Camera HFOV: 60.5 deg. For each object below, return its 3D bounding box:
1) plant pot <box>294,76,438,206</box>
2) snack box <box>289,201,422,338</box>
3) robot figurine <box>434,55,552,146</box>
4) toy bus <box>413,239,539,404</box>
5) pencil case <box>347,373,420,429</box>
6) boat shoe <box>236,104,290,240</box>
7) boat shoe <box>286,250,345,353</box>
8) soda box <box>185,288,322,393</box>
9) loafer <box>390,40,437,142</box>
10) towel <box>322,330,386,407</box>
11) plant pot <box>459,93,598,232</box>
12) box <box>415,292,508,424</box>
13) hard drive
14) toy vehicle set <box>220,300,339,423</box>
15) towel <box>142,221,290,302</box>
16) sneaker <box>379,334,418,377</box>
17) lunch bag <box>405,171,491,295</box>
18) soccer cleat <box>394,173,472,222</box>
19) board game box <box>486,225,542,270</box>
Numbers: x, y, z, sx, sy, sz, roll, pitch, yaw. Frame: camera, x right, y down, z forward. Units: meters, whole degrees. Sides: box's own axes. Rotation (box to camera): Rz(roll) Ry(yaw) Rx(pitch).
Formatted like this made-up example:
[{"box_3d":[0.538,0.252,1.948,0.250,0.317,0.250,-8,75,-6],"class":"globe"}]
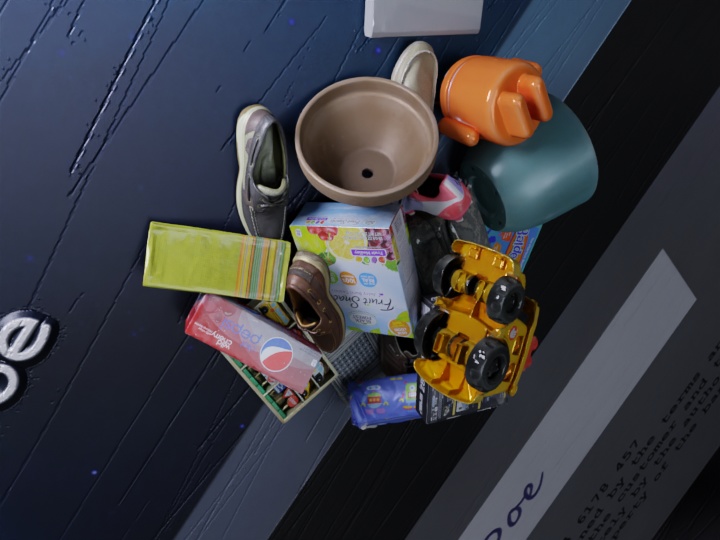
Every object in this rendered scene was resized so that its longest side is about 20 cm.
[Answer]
[{"box_3d":[0.009,-0.162,0.865,0.198,0.203,0.094,-32,157,-14],"class":"plant pot"},{"box_3d":[0.000,0.000,0.938,0.068,0.163,0.204,-58,142,-43],"class":"snack box"},{"box_3d":[0.191,-0.253,0.913,0.114,0.199,0.148,11,105,-32],"class":"robot figurine"},{"box_3d":[0.192,0.076,0.881,0.188,0.134,0.207,9,101,-40],"class":"toy bus"},{"box_3d":[0.070,0.226,1.078,0.193,0.089,0.079,-9,148,8],"class":"pencil case"},{"box_3d":[-0.131,-0.119,0.852,0.070,0.066,0.207,-17,123,-28],"class":"boat shoe"},{"box_3d":[-0.073,0.062,0.932,0.069,0.070,0.204,-60,151,-35],"class":"boat shoe"},{"box_3d":[-0.156,0.100,0.907,0.197,0.063,0.071,32,89,-18],"class":"soda box"},{"box_3d":[0.079,-0.235,0.932,0.074,0.068,0.206,-1,114,-33],"class":"loafer"},{"box_3d":[0.020,0.134,1.111,0.198,0.034,0.195,-38,129,-12],"class":"towel"},{"box_3d":[0.258,-0.160,1.012,0.158,0.201,0.204,-31,128,-11],"class":"plant pot"},{"box_3d":[0.167,0.129,0.980,0.156,0.049,0.207,-8,111,-20],"class":"box"},{"box_3d":[0.096,-0.408,0.880,0.194,0.026,0.136,-13,121,-28],"class":"hard drive"},{"box_3d":[-0.133,0.138,0.991,0.123,0.026,0.202,-39,120,-9],"class":"toy vehicle set"},{"box_3d":[-0.193,-0.010,0.848,0.193,0.018,0.089,8,82,-21],"class":"towel"},{"box_3d":[0.075,0.149,1.092,0.069,0.075,0.204,-28,130,-16],"class":"sneaker"},{"box_3d":[0.137,-0.034,1.018,0.166,0.139,0.204,-35,115,-15],"class":"lunch bag"},{"box_3d":[0.078,-0.118,0.915,0.076,0.197,0.068,43,72,-38],"class":"soccer cleat"},{"box_3d":[0.239,-0.040,1.160,0.195,0.045,0.157,7,110,-36],"class":"board game box"}]
